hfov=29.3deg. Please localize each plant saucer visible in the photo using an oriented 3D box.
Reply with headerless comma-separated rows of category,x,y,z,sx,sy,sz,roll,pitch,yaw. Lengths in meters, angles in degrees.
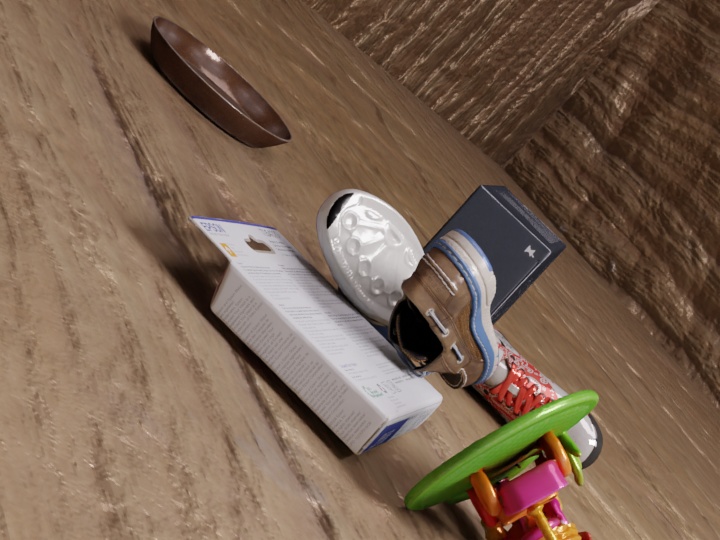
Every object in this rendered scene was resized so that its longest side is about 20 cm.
plant saucer,-0.160,-0.200,1.514,0.200,0.035,0.200,41,12,-11

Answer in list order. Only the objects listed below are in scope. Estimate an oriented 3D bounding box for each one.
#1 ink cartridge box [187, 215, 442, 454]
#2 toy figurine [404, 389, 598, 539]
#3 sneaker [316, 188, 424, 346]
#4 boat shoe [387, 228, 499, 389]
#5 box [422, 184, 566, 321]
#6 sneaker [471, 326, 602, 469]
ink cartridge box,-0.037,0.045,1.019,0.200,0.043,0.196,44,9,12
toy figurine,0.136,0.203,0.927,0.185,0.149,0.200,61,-9,16
sneaker,0.000,0.000,1.179,0.200,0.081,0.146,46,-15,-32
boat shoe,0.058,0.042,1.063,0.072,0.072,0.200,50,-15,29
box,0.136,-0.007,1.537,0.107,0.149,0.200,44,11,7
sneaker,0.141,0.113,1.331,0.108,0.067,0.201,27,16,-51
